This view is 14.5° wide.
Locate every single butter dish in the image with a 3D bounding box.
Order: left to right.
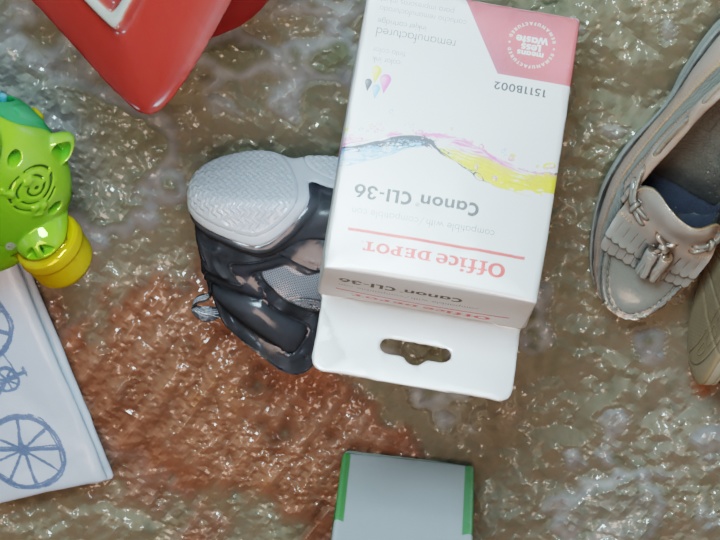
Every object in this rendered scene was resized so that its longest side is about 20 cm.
[{"bbox_3d":[-0.083,-0.210,1.446,0.200,0.148,0.200,47,120,27],"label":"butter dish"}]

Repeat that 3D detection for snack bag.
[{"bbox_3d":[-0.269,0.071,1.677,0.200,0.021,0.189,-15,116,12],"label":"snack bag"}]

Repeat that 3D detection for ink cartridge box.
[{"bbox_3d":[0.016,0.231,1.672,0.084,0.146,0.200,6,120,0],"label":"ink cartridge box"},{"bbox_3d":[0.044,-0.040,1.499,0.116,0.068,0.200,9,76,-1],"label":"ink cartridge box"}]

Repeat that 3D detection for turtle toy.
[{"bbox_3d":[-0.247,-0.048,1.563,0.200,0.101,0.146,-17,140,15],"label":"turtle toy"}]

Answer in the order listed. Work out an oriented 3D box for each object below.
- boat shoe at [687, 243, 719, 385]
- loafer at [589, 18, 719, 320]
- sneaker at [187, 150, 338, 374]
[{"bbox_3d":[0.240,-0.014,1.561,0.065,0.072,0.200,11,122,-17],"label":"boat shoe"},{"bbox_3d":[0.180,-0.051,1.550,0.072,0.063,0.200,21,118,-8],"label":"loafer"},{"bbox_3d":[0.000,0.000,1.591,0.200,0.076,0.114,7,124,2],"label":"sneaker"}]
